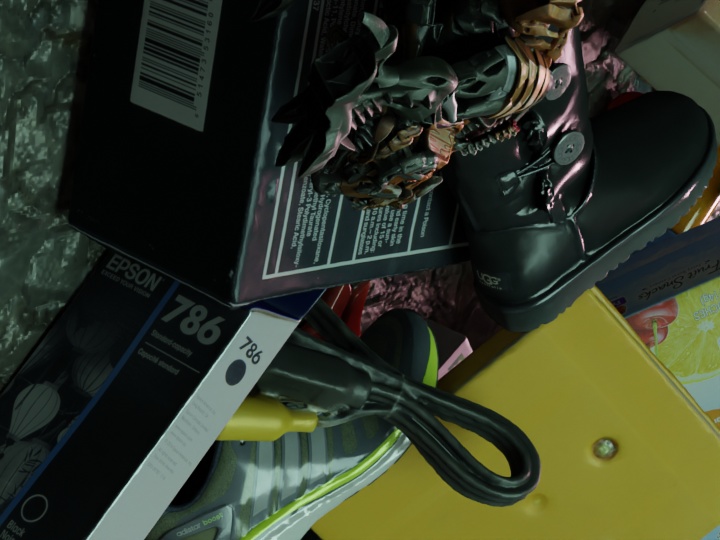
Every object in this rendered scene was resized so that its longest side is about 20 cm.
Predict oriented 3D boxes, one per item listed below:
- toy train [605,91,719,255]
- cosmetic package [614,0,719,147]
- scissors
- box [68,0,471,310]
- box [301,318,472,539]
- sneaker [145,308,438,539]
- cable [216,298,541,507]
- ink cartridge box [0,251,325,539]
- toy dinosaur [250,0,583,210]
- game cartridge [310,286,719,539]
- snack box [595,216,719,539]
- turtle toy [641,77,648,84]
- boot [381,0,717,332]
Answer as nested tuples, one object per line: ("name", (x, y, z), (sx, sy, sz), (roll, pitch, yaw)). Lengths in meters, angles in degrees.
("toy train", (0.207, -0.063, 1.327), (0.200, 0.115, 0.085), (-55, 143, -12))
("cosmetic package", (0.247, -0.097, 1.162), (0.200, 0.087, 0.104), (38, 67, -15))
("scissors", (0.000, 0.000, 1.202), (0.073, 0.014, 0.201), (30, 86, -51))
("box", (-0.016, -0.104, 1.027), (0.198, 0.123, 0.201), (-8, 115, -47))
("box", (0.035, 0.143, 1.306), (0.144, 0.036, 0.200), (-48, 139, -21))
("sneaker", (-0.040, 0.086, 1.142), (0.200, 0.074, 0.081), (-45, 119, -16))
("cable", (-0.004, 0.062, 1.120), (0.199, 0.097, 0.050), (21, 138, -21))
("ink cartridge box", (-0.109, 0.056, 1.028), (0.200, 0.099, 0.039), (-54, 141, -15))
("toy dinosaur", (0.030, -0.093, 0.882), (0.135, 0.102, 0.200), (5, 126, -33))
("game cartridge", (0.092, 0.119, 1.205), (0.200, 0.032, 0.176), (-38, 117, 11))
("snack box", (0.200, 0.080, 1.259), (0.168, 0.068, 0.200), (-24, 120, 3))
("turtle toy", (0.245, -0.174, 1.297), (0.101, 0.145, 0.201), (38, 57, -67))
("boot", (0.093, -0.094, 1.021), (0.165, 0.065, 0.200), (-46, 134, -28))
